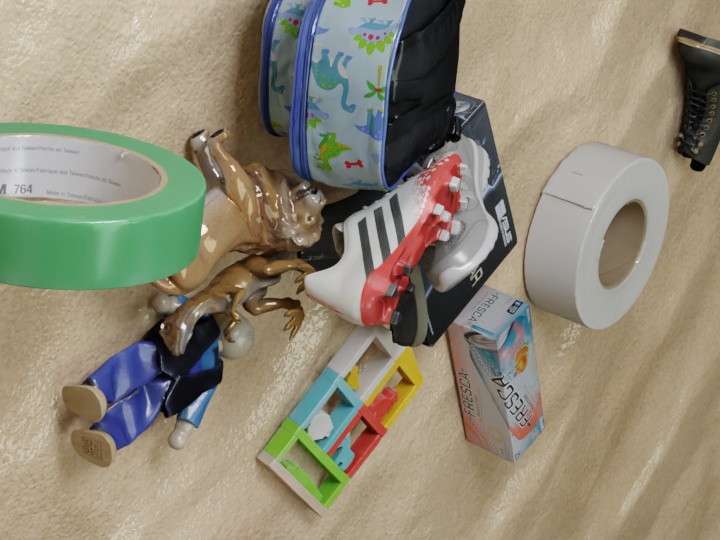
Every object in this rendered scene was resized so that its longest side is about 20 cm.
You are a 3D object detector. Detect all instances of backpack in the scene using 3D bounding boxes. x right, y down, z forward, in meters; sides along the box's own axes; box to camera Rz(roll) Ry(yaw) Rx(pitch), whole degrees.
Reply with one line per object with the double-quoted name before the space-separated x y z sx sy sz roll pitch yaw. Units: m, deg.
"backpack" -0.001 -0.160 1.396 0.200 0.146 0.184 -55 152 -61

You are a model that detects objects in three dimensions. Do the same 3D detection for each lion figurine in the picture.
"lion figurine" -0.119 -0.032 1.363 0.200 0.072 0.123 -38 111 -29

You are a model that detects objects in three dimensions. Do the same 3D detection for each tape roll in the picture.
"tape roll" -0.202 -0.046 1.148 0.200 0.200 0.048 -17 122 -50
"tape roll" 0.264 -0.039 1.943 0.202 0.071 0.203 -32 133 -42

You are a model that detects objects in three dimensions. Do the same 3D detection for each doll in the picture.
"doll" -0.158 0.088 1.428 0.200 0.048 0.137 -35 125 -47

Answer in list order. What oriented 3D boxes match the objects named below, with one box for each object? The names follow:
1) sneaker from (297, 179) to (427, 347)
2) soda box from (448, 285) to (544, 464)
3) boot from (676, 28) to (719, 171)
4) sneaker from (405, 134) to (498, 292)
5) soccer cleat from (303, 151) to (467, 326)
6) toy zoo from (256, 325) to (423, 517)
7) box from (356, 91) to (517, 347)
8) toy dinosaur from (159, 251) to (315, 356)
"sneaker" 0.000 0.000 1.572 0.106 0.075 0.201 -11 136 -1
"soda box" 0.146 0.112 1.859 0.064 0.068 0.201 -46 142 -30
"boot" 0.402 -0.196 2.054 0.200 0.077 0.139 20 97 -56
"sneaker" 0.066 -0.059 1.528 0.082 0.200 0.075 38 118 -25
"soccer cleat" 0.025 -0.034 1.418 0.069 0.085 0.200 85 28 -45
"toy zoo" -0.007 0.129 1.675 0.200 0.020 0.131 -52 145 -11
"box" 0.077 -0.048 1.692 0.160 0.043 0.200 -48 142 -27
"toy dinosaur" -0.082 0.003 1.428 0.200 0.106 0.061 -37 135 -42
